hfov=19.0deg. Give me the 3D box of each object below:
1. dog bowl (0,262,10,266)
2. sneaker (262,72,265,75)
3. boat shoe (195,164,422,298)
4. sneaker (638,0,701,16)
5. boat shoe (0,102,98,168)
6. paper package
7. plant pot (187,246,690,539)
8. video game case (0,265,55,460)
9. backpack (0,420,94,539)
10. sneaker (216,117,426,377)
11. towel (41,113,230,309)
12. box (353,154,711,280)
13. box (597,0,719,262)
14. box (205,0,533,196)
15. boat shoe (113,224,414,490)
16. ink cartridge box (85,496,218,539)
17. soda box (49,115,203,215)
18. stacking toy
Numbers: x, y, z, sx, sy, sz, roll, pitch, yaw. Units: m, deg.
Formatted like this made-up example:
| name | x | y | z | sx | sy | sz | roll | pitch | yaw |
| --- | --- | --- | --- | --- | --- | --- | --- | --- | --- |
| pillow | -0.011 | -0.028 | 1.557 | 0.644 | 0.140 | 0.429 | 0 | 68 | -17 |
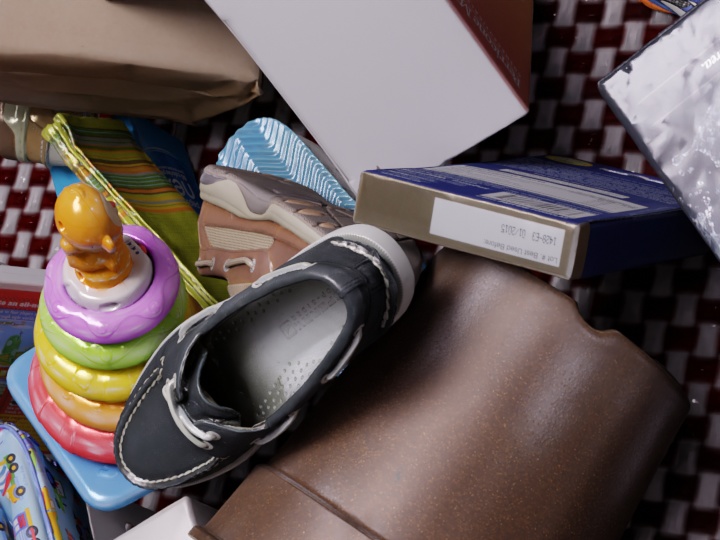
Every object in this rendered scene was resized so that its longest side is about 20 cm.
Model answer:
| name | x | y | z | sx | sy | sz | roll | pitch | yaw |
| --- | --- | --- | --- | --- | --- | --- | --- | --- | --- |
| dog bowl | -0.289 | 0.067 | 1.336 | 0.200 | 0.074 | 0.201 | -33 | 37 | 28 |
| sneaker | -0.030 | -0.207 | 1.310 | 0.070 | 0.075 | 0.201 | -8 | 68 | 31 |
| boat shoe | -0.030 | -0.001 | 1.112 | 0.200 | 0.075 | 0.072 | 29 | 105 | 63 |
| sneaker | 0.192 | -0.155 | 1.140 | 0.200 | 0.078 | 0.076 | 31 | 91 | 38 |
| boat shoe | -0.164 | -0.157 | 1.323 | 0.076 | 0.072 | 0.201 | 11 | 82 | 6 |
| paper package | -0.159 | -0.197 | 1.239 | 0.103 | 0.189 | 0.202 | -21 | 68 | 60 |
| plant pot | 0.049 | 0.106 | 1.072 | 0.200 | 0.200 | 0.199 | 29 | 82 | 38 |
| video game case | -0.219 | 0.082 | 1.222 | 0.017 | 0.142 | 0.201 | 52 | 123 | 39 |
| backpack | -0.190 | 0.199 | 1.195 | 0.134 | 0.200 | 0.183 | -25 | 56 | 6 |
| sneaker | 0.000 | 0.000 | 1.211 | 0.076 | 0.081 | 0.201 | -39 | 67 | 13 |
| towel | -0.096 | -0.016 | 1.231 | 0.200 | 0.086 | 0.018 | 47 | 110 | 14 |
| box | 0.100 | -0.030 | 1.086 | 0.121 | 0.200 | 0.033 | 15 | 104 | 31 |
| box | 0.254 | -0.063 | 1.010 | 0.196 | 0.117 | 0.201 | -38 | 74 | 15 |
| box | 0.011 | -0.159 | 1.166 | 0.106 | 0.153 | 0.200 | -29 | 25 | 20 |
| boat shoe | -0.060 | 0.048 | 1.025 | 0.076 | 0.060 | 0.200 | 48 | 121 | 4 |
| ink cartridge box | -0.073 | 0.198 | 1.153 | 0.067 | 0.117 | 0.201 | -31 | 58 | 18 |
| soda box | -0.123 | 0.005 | 1.297 | 0.068 | 0.064 | 0.201 | -32 | 57 | 19 |
| stacking toy | -0.128 | 0.018 | 1.104 | 0.109 | 0.201 | 0.116 | -30 | 59 | -17 |
